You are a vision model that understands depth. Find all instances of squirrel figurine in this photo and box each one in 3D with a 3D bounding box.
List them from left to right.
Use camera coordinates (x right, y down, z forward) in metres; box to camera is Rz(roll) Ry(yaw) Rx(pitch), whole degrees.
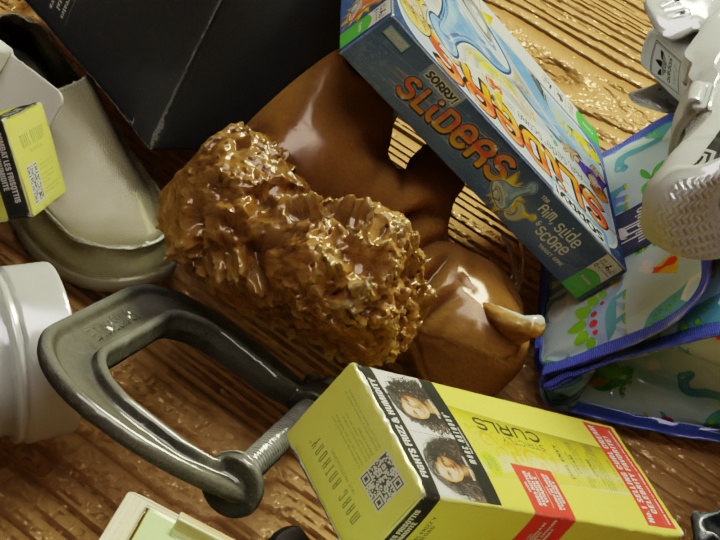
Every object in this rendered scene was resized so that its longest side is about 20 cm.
[{"bbox_3d":[0.000,0.000,0.813,0.187,0.141,0.200,49,26,5],"label":"squirrel figurine"}]

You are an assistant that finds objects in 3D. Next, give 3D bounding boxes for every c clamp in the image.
[{"bbox_3d":[-0.055,0.062,0.730,0.171,0.027,0.200,40,18,10],"label":"c clamp"}]

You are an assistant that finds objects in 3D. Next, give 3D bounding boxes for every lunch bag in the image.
[{"bbox_3d":[0.198,0.003,0.885,0.198,0.128,0.171,-3,43,12],"label":"lunch bag"}]

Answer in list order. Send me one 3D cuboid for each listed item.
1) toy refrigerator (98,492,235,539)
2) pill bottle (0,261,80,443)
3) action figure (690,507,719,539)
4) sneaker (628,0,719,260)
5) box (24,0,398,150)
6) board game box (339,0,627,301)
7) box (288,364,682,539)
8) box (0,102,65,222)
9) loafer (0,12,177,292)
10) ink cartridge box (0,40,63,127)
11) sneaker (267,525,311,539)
[{"bbox_3d":[-0.019,0.163,0.612,0.199,0.070,0.076,27,8,-2],"label":"toy refrigerator"},{"bbox_3d":[-0.232,0.050,0.714,0.199,0.112,0.112,-9,50,-24],"label":"pill bottle"},{"bbox_3d":[0.260,0.094,0.726,0.199,0.105,0.194,-17,33,-8],"label":"action figure"},{"bbox_3d":[0.178,-0.081,0.833,0.115,0.075,0.200,30,47,30],"label":"sneaker"},{"bbox_3d":[-0.080,-0.177,0.933,0.199,0.124,0.199,-7,47,-49],"label":"box"},{"bbox_3d":[0.065,-0.092,0.849,0.200,0.034,0.136,43,27,-29],"label":"board game box"},{"bbox_3d":[0.062,0.100,0.722,0.199,0.050,0.075,19,32,-45],"label":"box"},{"bbox_3d":[-0.248,-0.033,0.761,0.199,0.050,0.075,-12,12,4],"label":"box"},{"bbox_3d":[-0.167,-0.068,0.877,0.075,0.069,0.200,-23,57,-33],"label":"loafer"},{"bbox_3d":[-0.266,-0.100,0.838,0.200,0.118,0.067,35,13,18],"label":"ink cartridge box"},{"bbox_3d":[0.024,0.183,0.681,0.199,0.082,0.077,31,46,15],"label":"sneaker"}]
